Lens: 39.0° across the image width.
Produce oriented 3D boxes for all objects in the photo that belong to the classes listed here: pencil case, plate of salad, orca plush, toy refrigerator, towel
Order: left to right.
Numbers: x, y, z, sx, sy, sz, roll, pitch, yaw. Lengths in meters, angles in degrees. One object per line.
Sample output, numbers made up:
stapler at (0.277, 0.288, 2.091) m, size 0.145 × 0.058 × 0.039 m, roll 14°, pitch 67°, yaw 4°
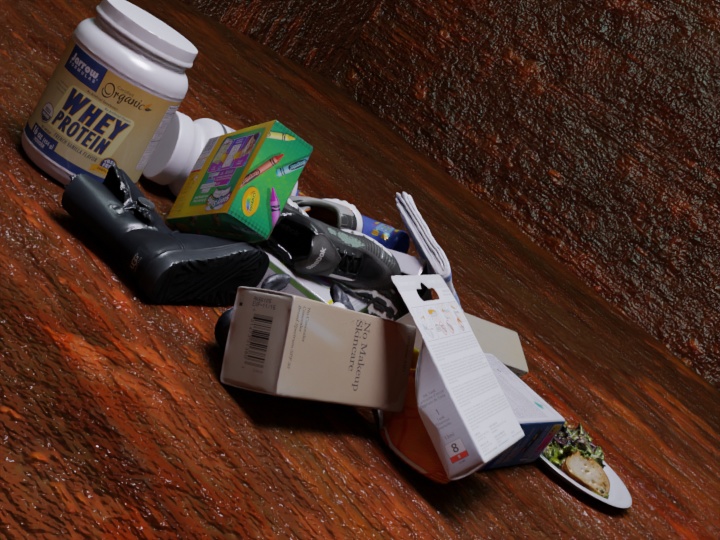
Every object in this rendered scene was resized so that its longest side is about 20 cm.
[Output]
orca plush at (-0.089, 0.052, 1.056) m, size 0.070 × 0.107 × 0.199 m, roll -4°, pitch 17°, yaw 37°
pencil case at (-0.030, -0.045, 1.431) m, size 0.197 × 0.088 × 0.078 m, roll 21°, pitch -7°, yaw 19°
towel at (0.104, -0.004, 1.370) m, size 0.148 × 0.024 × 0.201 m, roll 63°, pitch 1°, yaw 32°
toy refrigerator at (0.135, 0.108, 1.352) m, size 0.198 × 0.075 × 0.071 m, roll 21°, pitch 46°, yaw -45°
plate of salad at (0.283, 0.238, 1.348) m, size 0.198 × 0.048 × 0.200 m, roll 31°, pitch 13°, yaw -8°

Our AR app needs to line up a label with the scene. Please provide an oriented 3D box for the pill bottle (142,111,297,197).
pill bottle at (-0.191, -0.136, 1.377) m, size 0.198 × 0.117 × 0.116 m, roll 22°, pitch 17°, yaw -40°

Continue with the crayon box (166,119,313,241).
crayon box at (-0.144, -0.098, 1.173) m, size 0.058 × 0.120 × 0.199 m, roll 33°, pitch -15°, yaw -26°

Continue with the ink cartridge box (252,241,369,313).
ink cartridge box at (-0.093, 0.013, 1.209) m, size 0.199 × 0.060 × 0.104 m, roll 36°, pitch 13°, yaw 8°

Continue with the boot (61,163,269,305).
boot at (-0.206, -0.042, 1.092) m, size 0.168 × 0.077 × 0.199 m, roll 44°, pitch 22°, yaw 23°

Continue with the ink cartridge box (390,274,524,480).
ink cartridge box at (0.088, 0.104, 1.047) m, size 0.202 × 0.050 × 0.162 m, roll 61°, pitch 20°, yaw 11°

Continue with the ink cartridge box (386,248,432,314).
ink cartridge box at (0.000, 0.000, 1.357) m, size 0.197 × 0.037 × 0.095 m, roll 19°, pitch -33°, yaw 24°

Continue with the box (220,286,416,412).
box at (-0.036, 0.080, 0.994) m, size 0.077 × 0.097 × 0.198 m, roll 7°, pitch -5°, yaw 39°

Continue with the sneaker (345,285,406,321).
sneaker at (-0.025, 0.023, 1.331) m, size 0.198 × 0.078 × 0.089 m, roll 33°, pitch 2°, yaw -19°

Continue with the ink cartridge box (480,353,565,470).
ink cartridge box at (0.142, 0.163, 1.210) m, size 0.136 × 0.077 × 0.199 m, roll 42°, pitch 13°, yaw 29°

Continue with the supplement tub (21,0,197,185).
supplement tub at (-0.288, -0.199, 1.178) m, size 0.143 × 0.202 × 0.145 m, roll 30°, pitch 13°, yaw -8°

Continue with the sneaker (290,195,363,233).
sneaker at (-0.098, -0.067, 1.286) m, size 0.196 × 0.076 × 0.079 m, roll 1°, pitch -5°, yaw 12°

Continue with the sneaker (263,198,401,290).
sneaker at (-0.042, -0.020, 1.183) m, size 0.197 × 0.067 × 0.091 m, roll 27°, pitch 17°, yaw -12°

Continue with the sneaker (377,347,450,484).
sneaker at (0.059, 0.145, 1.072) m, size 0.072 × 0.078 × 0.201 m, roll 27°, pitch 20°, yaw -28°
